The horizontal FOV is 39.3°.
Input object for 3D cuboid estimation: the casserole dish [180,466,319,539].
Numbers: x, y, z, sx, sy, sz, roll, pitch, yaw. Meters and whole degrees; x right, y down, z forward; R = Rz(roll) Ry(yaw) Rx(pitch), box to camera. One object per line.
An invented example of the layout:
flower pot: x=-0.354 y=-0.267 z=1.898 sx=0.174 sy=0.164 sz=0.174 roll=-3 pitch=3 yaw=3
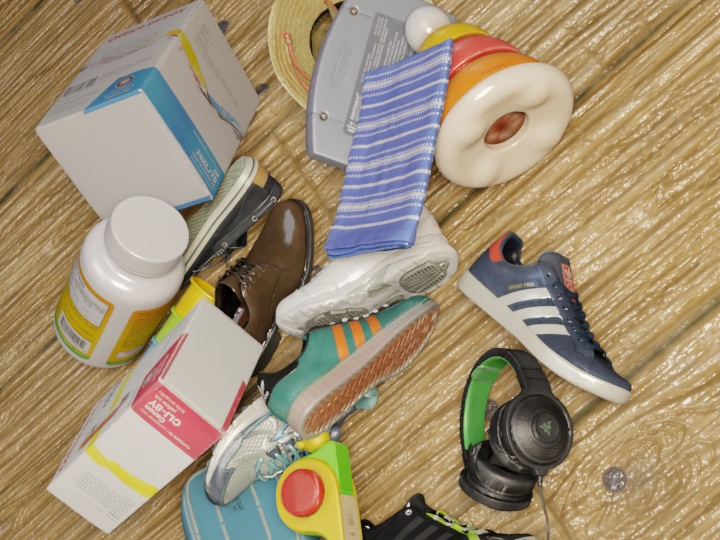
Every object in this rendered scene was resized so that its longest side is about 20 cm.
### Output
casserole dish: x=-0.109 y=0.243 z=0.961 sx=0.120 sy=0.039 sz=0.200 roll=-22 pitch=39 yaw=-8

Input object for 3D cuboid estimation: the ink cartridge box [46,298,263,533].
ink cartridge box: x=-0.202 y=0.144 z=0.995 sx=0.200 sy=0.083 sz=0.145 roll=-42 pitch=16 yaw=27

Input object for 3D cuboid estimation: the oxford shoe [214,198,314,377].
oxford shoe: x=-0.107 y=0.010 z=1.070 sx=0.072 sy=0.084 sz=0.201 roll=11 pitch=76 yaw=34

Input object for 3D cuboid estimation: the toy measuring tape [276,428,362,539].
toy measuring tape: x=-0.036 y=0.239 z=0.896 sx=0.073 sy=0.073 sz=0.201 roll=-18 pitch=66 yaw=23

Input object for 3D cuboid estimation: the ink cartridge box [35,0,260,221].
ink cartridge box: x=-0.228 y=-0.176 z=1.127 sx=0.146 sy=0.146 sz=0.201 roll=-14 pitch=36 yaw=25

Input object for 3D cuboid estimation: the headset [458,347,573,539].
headset: x=0.119 y=0.156 z=0.851 sx=0.201 sy=0.093 sz=0.124 roll=-106 pitch=31 yaw=-43

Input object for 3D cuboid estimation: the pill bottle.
pill bottle: x=-0.254 y=0.011 z=1.085 sx=0.200 sy=0.110 sz=0.112 roll=-51 pitch=47 yaw=45

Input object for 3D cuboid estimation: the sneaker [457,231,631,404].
sneaker: x=0.176 y=0.035 z=0.902 sx=0.200 sy=0.075 sz=0.085 roll=42 pitch=99 yaw=34

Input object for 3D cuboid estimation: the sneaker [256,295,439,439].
sneaker: x=-0.010 y=0.072 z=0.948 sx=0.080 sy=0.072 sz=0.200 roll=35 pitch=52 yaw=29

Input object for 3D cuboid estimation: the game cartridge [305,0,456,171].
game cartridge: x=0.016 y=-0.196 z=1.054 sx=0.040 sy=0.133 sz=0.201 roll=-12 pitch=60 yaw=69

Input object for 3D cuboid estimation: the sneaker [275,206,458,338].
sneaker: x=0.000 y=0.000 z=1.027 sx=0.199 sy=0.078 sz=0.100 roll=-26 pitch=53 yaw=11

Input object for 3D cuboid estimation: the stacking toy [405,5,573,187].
stacking toy: x=0.104 y=-0.194 z=0.991 sx=0.146 sy=0.146 sz=0.201 roll=-37 pitch=55 yaw=13

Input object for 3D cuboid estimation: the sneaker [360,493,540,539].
sneaker: x=0.062 y=0.236 z=0.894 sx=0.199 sy=0.072 sz=0.083 roll=-15 pitch=64 yaw=25

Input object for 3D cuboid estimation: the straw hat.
straw hat: x=-0.018 y=-0.248 z=1.111 sx=0.085 sy=0.200 sz=0.202 roll=161 pitch=128 yaw=-72

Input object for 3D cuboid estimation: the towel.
towel: x=0.025 y=-0.111 z=0.955 sx=0.144 sy=0.024 sz=0.201 roll=-6 pitch=69 yaw=58

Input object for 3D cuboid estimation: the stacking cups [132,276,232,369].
stacking cups: x=-0.221 y=0.102 z=1.112 sx=0.060 sy=0.060 sz=0.200 roll=40 pitch=93 yaw=34

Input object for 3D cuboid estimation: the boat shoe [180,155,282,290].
boat shoe: x=-0.159 y=-0.041 z=1.129 sx=0.200 sy=0.062 sz=0.075 roll=-47 pitch=30 yaw=24

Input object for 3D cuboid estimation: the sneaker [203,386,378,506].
sneaker: x=-0.063 y=0.155 z=0.964 sx=0.086 sy=0.078 sz=0.200 roll=37 pitch=66 yaw=23
